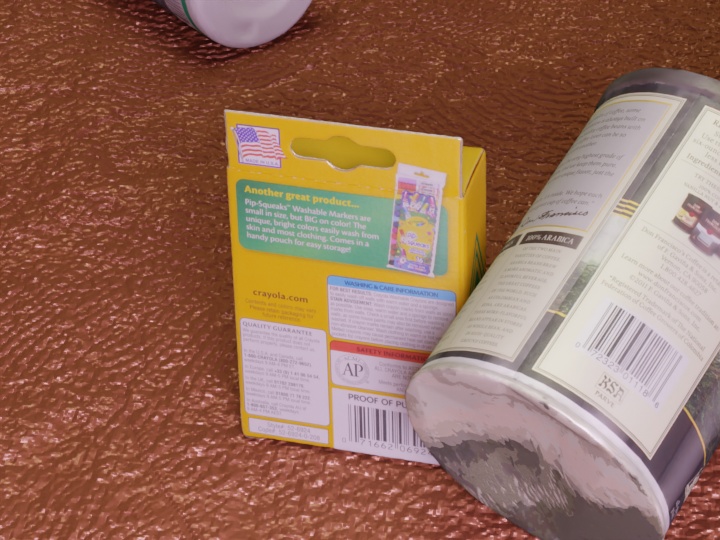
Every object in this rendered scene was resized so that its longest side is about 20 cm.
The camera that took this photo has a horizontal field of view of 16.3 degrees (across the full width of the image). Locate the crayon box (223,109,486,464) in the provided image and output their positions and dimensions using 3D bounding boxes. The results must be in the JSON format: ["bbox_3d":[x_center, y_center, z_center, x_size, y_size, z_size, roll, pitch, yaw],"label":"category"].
[{"bbox_3d":[0.000,0.000,1.289,0.125,0.201,0.052,8,35,14],"label":"crayon box"}]

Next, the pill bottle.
[{"bbox_3d":[-0.124,-0.240,1.734,0.113,0.114,0.200,-23,40,-29],"label":"pill bottle"}]

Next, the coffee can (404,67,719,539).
[{"bbox_3d":[0.133,0.021,1.244,0.146,0.147,0.200,21,61,30],"label":"coffee can"}]
